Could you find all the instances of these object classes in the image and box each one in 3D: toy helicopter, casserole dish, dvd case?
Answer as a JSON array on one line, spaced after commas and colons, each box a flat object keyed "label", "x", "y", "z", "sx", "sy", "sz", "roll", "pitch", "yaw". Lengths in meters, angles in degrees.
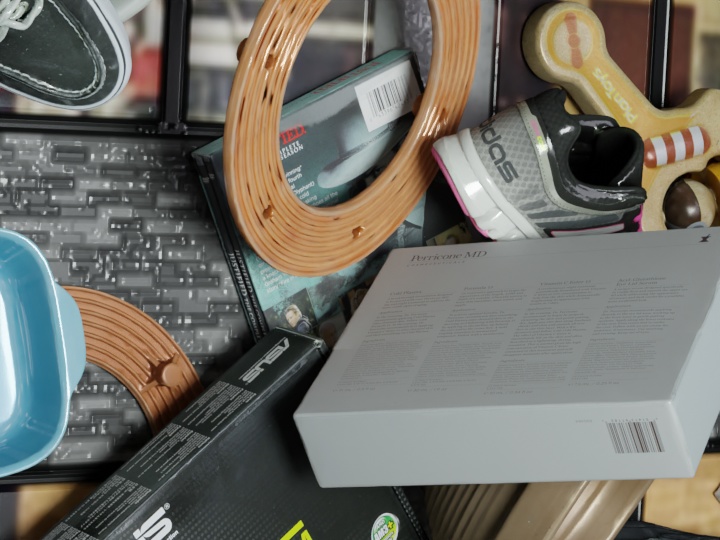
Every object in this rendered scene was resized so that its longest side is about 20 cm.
[{"label": "toy helicopter", "x": 0.155, "y": -0.066, "z": 1.533, "sx": 0.132, "sy": 0.079, "sz": 0.200, "roll": -45, "pitch": 108, "yaw": -14}, {"label": "casserole dish", "x": -0.227, "y": 0.045, "z": 1.261, "sx": 0.200, "sy": 0.039, "sz": 0.121, "roll": -9, "pitch": 92, "yaw": -29}, {"label": "dvd case", "x": 0.000, "y": 0.000, "z": 1.444, "sx": 0.146, "sy": 0.022, "sz": 0.200, "roll": -30, "pitch": 112, "yaw": -30}]

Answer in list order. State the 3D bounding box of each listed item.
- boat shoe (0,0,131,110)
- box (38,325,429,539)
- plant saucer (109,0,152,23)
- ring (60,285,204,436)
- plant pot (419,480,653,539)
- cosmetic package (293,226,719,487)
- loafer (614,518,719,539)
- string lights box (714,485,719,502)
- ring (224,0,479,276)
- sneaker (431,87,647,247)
[{"label": "boat shoe", "x": -0.180, "y": -0.130, "z": 1.224, "sx": 0.074, "sy": 0.068, "sz": 0.199, "roll": -37, "pitch": 124, "yaw": 13}, {"label": "box", "x": -0.060, "y": 0.164, "z": 1.381, "sx": 0.200, "sy": 0.047, "sz": 0.193, "roll": -41, "pitch": 125, "yaw": -24}, {"label": "plant saucer", "x": -0.168, "y": -0.198, "z": 1.255, "sx": 0.200, "sy": 0.050, "sz": 0.201, "roll": -6, "pitch": 124, "yaw": -10}, {"label": "ring", "x": -0.153, "y": 0.108, "z": 1.346, "sx": 0.200, "sy": 0.019, "sz": 0.201, "roll": -3, "pitch": 96, "yaw": -35}, {"label": "plant pot", "x": 0.096, "y": 0.099, "z": 1.431, "sx": 0.201, "sy": 0.093, "sz": 0.201, "roll": -49, "pitch": 164, "yaw": -19}, {"label": "cosmetic package", "x": 0.086, "y": 0.042, "z": 1.335, "sx": 0.151, "sy": 0.200, "sz": 0.052, "roll": -60, "pitch": 138, "yaw": -47}, {"label": "loafer", "x": 0.187, "y": 0.183, "z": 1.565, "sx": 0.200, "sy": 0.070, "sz": 0.068, "roll": 6, "pitch": 91, "yaw": -35}, {"label": "string lights box", "x": 0.314, "y": 0.082, "z": 1.629, "sx": 0.200, "sy": 0.103, "sz": 0.059, "roll": -52, "pitch": 120, "yaw": -20}, {"label": "ring", "x": -0.006, "y": -0.094, "z": 1.362, "sx": 0.200, "sy": 0.019, "sz": 0.201, "roll": -34, "pitch": 136, "yaw": -40}, {"label": "sneaker", "x": 0.129, "y": -0.032, "z": 1.439, "sx": 0.087, "sy": 0.074, "sz": 0.200, "roll": -36, "pitch": 131, "yaw": 21}]
